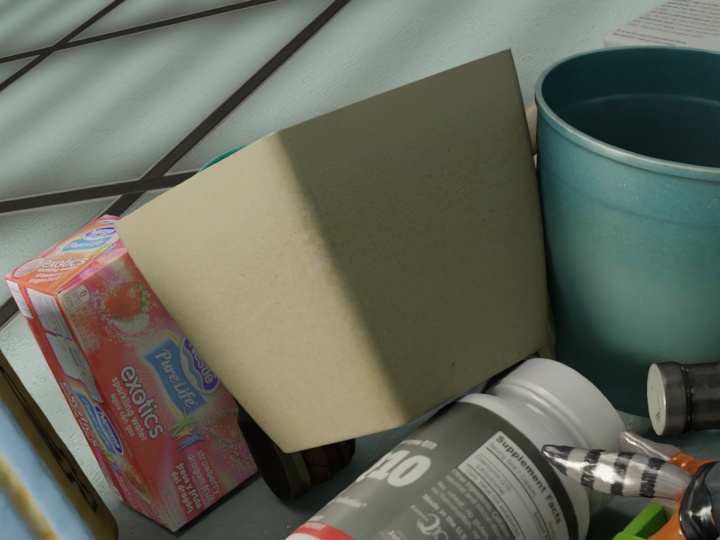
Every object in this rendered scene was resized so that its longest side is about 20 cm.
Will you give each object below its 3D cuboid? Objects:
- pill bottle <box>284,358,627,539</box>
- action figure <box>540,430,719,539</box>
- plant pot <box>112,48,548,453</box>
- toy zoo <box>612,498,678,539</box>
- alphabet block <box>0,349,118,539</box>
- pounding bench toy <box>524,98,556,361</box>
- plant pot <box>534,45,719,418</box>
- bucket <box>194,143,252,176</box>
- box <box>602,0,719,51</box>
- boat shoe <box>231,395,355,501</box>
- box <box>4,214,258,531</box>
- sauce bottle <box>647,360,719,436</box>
[{"bbox_3d":[0.057,0.143,0.843,0.199,0.115,0.113,-36,28,-30],"label":"pill bottle"},{"bbox_3d":[0.171,0.137,0.727,0.192,0.105,0.200,-11,21,46],"label":"action figure"},{"bbox_3d":[0.000,0.000,0.913,0.199,0.179,0.199,-24,2,-37],"label":"plant pot"},{"bbox_3d":[0.150,0.196,0.769,0.199,0.021,0.131,-38,28,-31],"label":"toy zoo"},{"bbox_3d":[-0.276,0.153,0.916,0.194,0.198,0.200,-33,3,-10],"label":"alphabet block"},{"bbox_3d":[0.115,-0.041,1.073,0.124,0.202,0.155,-32,27,-23],"label":"pounding bench toy"},{"bbox_3d":[0.198,-0.017,0.931,0.197,0.190,0.201,3,27,-2],"label":"plant pot"},{"bbox_3d":[-0.051,-0.002,1.145,0.206,0.209,0.134,-34,22,-27],"label":"bucket"},{"bbox_3d":[0.352,-0.194,1.309,0.199,0.106,0.184,-29,25,-15],"label":"box"},{"bbox_3d":[-0.062,0.055,1.024,0.068,0.202,0.072,-26,18,-27],"label":"boat shoe"},{"bbox_3d":[-0.159,0.072,1.067,0.094,0.202,0.102,-33,24,-26],"label":"box"},{"bbox_3d":[0.262,0.067,0.829,0.197,0.067,0.066,-6,24,-2],"label":"sauce bottle"}]
